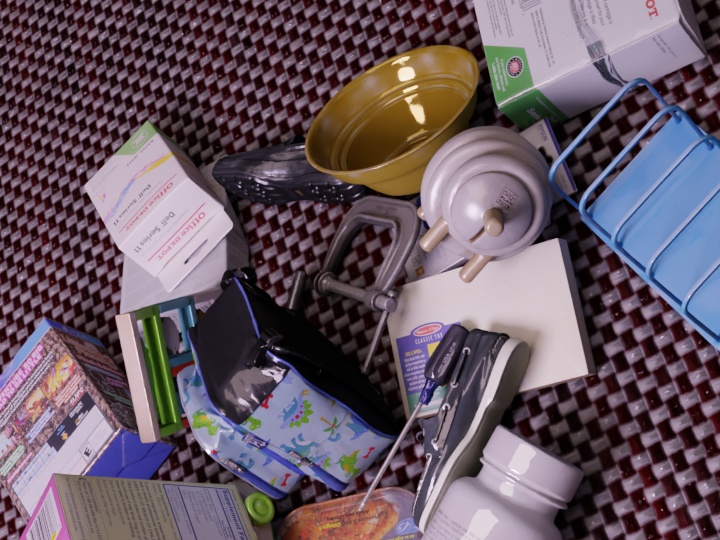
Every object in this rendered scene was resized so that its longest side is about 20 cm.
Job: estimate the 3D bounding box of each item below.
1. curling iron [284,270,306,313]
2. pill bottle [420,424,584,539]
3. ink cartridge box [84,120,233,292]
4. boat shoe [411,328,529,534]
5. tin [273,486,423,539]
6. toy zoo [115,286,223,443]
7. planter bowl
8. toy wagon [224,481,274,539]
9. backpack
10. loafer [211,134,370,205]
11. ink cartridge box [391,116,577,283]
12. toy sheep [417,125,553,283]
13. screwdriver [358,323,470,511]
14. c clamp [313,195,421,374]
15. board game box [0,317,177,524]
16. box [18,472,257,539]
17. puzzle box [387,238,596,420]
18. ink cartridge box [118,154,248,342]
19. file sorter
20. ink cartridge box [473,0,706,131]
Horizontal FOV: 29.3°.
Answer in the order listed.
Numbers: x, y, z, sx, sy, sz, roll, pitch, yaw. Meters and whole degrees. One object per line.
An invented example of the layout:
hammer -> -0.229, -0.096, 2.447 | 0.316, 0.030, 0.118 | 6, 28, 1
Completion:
curling iron -> -0.083, 0.097, 1.470 | 0.050, 0.025, 0.202 | 146, 141, -69
pill bottle -> 0.115, 0.247, 1.227 | 0.114, 0.114, 0.201 | 28, 89, 38
ink cartridge box -> -0.234, -0.076, 1.583 | 0.117, 0.067, 0.200 | -45, 39, 4
boat shoe -> 0.087, 0.145, 1.284 | 0.066, 0.074, 0.201 | 25, 93, 29
tin -> -0.004, 0.279, 1.344 | 0.199, 0.042, 0.113 | -17, 60, 29
toy zoo -> -0.174, 0.092, 1.440 | 0.020, 0.200, 0.132 | -9, 93, 30
planter bowl -> 0.048, -0.137, 1.421 | 0.199, 0.084, 0.201 | -22, 34, 16
toy wagon -> -0.128, 0.320, 1.385 | 0.155, 0.039, 0.201 | -39, 52, 43
backpack -> -0.074, 0.128, 1.343 | 0.147, 0.200, 0.183 | -49, 31, 9
loafer -> -0.075, -0.115, 1.529 | 0.199, 0.068, 0.071 | 2, 63, 31
ink cartridge box -> 0.125, -0.063, 1.390 | 0.199, 0.037, 0.095 | -32, 56, 23
toy sheep -> 0.117, -0.067, 1.287 | 0.138, 0.138, 0.200 | -41, 20, 14
screwdriver -> 0.052, 0.142, 1.309 | 0.201, 0.029, 0.028 | -64, 24, -5
c clamp -> 0.000, 0.000, 1.410 | 0.172, 0.027, 0.200 | -64, 25, 1
board game box -> -0.332, 0.184, 1.564 | 0.160, 0.097, 0.200 | -50, 53, 8
box -> -0.225, 0.293, 1.320 | 0.177, 0.199, 0.097 | -59, 39, 28
puzzle box -> 0.120, 0.059, 1.334 | 0.199, 0.025, 0.134 | -17, 78, 28
ink cartridge box -> -0.204, -0.021, 1.603 | 0.159, 0.047, 0.201 | -27, 43, 24
file sorter -> 0.285, -0.056, 1.224 | 0.139, 0.122, 0.200 | -47, 53, 9
ink cartridge box -> 0.225, -0.246, 1.362 | 0.199, 0.083, 0.148 | -22, 61, 26
